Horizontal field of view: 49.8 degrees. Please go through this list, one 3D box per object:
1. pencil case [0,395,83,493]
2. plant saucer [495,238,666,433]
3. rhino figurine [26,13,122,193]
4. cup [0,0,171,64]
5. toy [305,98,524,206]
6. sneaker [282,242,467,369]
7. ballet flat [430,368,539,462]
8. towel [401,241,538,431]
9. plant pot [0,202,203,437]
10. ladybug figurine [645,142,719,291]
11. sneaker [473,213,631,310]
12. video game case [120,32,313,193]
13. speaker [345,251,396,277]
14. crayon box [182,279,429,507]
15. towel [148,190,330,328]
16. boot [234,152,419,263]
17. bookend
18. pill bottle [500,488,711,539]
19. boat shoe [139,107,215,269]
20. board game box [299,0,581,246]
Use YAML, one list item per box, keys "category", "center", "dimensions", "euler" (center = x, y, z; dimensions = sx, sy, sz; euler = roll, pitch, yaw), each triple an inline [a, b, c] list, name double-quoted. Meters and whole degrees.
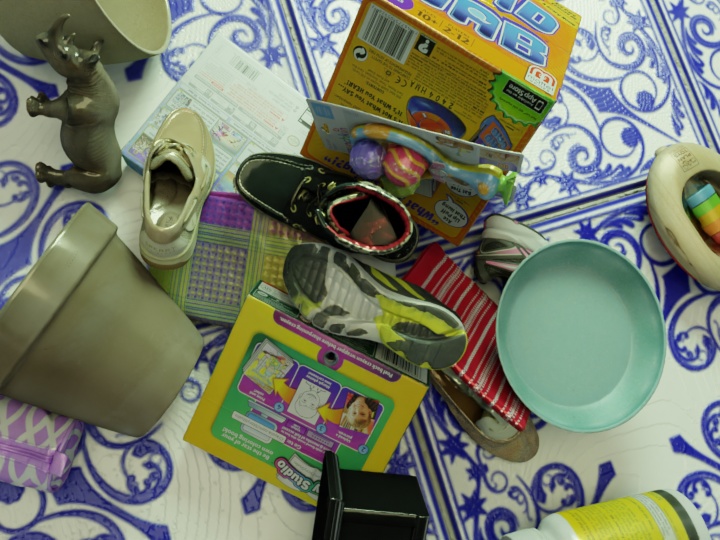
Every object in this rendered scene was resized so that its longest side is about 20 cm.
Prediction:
- category: "pencil case"
  center: [-0.374, 0.155, 0.755]
  dimensions: [0.196, 0.086, 0.085]
  euler: [15, 76, -6]
- category: "plant saucer"
  center: [0.230, 0.069, 0.830]
  dimensions: [0.196, 0.036, 0.204]
  euler: [2, 81, -13]
- category: "rhino figurine"
  center: [-0.291, -0.165, 0.798]
  dimensions: [0.086, 0.203, 0.060]
  euler: [4, 36, -8]
- category: "cup"
  center: [-0.318, -0.306, 0.835]
  dimensions: [0.141, 0.200, 0.204]
  euler: [-17, 79, 14]
- category: "toy"
  center: [0.046, -0.094, 0.716]
  dimensions: [0.196, 0.115, 0.048]
  euler: [14, 77, 10]
- category: "sneaker"
  center: [0.014, 0.036, 0.760]
  dimensions: [0.198, 0.085, 0.075]
  euler: [29, 99, 12]
- category: "ballet flat"
  center: [0.124, 0.136, 0.851]
  dimensions: [0.200, 0.067, 0.068]
  euler: [42, 78, 2]
- category: "towel"
  center: [0.124, 0.065, 0.849]
  dimensions: [0.200, 0.023, 0.145]
  euler: [44, 37, 3]
- category: "plant pot"
  center: [-0.254, 0.065, 0.756]
  dimensions: [0.173, 0.199, 0.202]
  euler: [36, 73, -16]
- category: "ladybug figurine"
  center: [0.415, -0.062, 0.945]
  dimensions: [0.134, 0.072, 0.202]
  euler: [-27, 83, -14]
- category: "sneaker"
  center: [0.219, 0.016, 0.902]
  dimensions: [0.197, 0.080, 0.087]
  euler: [25, 86, 6]
- category: "video game case"
  center: [-0.137, -0.138, 0.883]
  dimensions: [0.199, 0.045, 0.182]
  euler: [36, 75, 0]
- category: "speaker"
  center: [0.000, 0.000, 0.857]
  dimensions: [0.080, 0.081, 0.204]
  euler: [-2, 77, -10]
- category: "crayon box"
  center: [-0.054, 0.135, 0.787]
  dimensions: [0.198, 0.058, 0.174]
  euler: [27, 107, -2]
- category: "towel"
  center: [-0.126, -0.009, 0.830]
  dimensions: [0.196, 0.023, 0.147]
  euler: [8, 93, 2]
- category: "boot"
  center: [-0.036, -0.067, 0.736]
  dimensions: [0.201, 0.154, 0.075]
  euler: [24, 91, 3]
- category: "bookend"
  center: [0.049, 0.295, 0.747]
  dimensions: [0.196, 0.092, 0.203]
  euler: [8, 103, -8]
- category: "pill bottle"
  center: [0.253, 0.304, 0.809]
  dimensions: [0.196, 0.114, 0.116]
  euler: [-8, 78, -11]
- category: "boat shoe"
  center: [-0.185, -0.099, 0.783]
  dimensions: [0.071, 0.065, 0.203]
  euler: [7, 53, -8]
- category: "board game box"
  center: [0.085, -0.196, 0.820]
  dimensions: [0.198, 0.201, 0.201]
  euler: [29, 44, -2]
